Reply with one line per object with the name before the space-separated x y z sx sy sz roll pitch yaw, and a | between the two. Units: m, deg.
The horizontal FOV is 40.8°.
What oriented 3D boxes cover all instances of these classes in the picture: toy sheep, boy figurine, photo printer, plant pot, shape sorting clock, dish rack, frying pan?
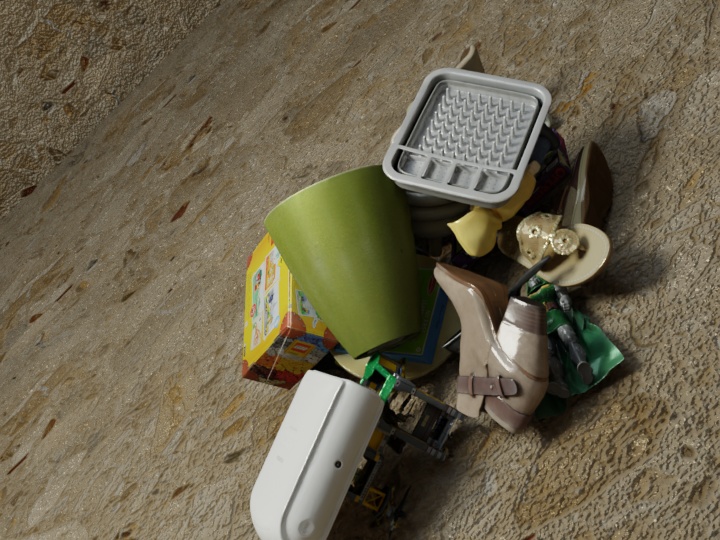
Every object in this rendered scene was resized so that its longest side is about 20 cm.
toy sheep | 0.096 -0.114 1.307 0.135 0.203 0.138 -10 26 5
boy figurine | 0.174 -0.099 1.223 0.201 0.064 0.124 -53 15 -24
photo printer | -0.058 0.218 1.094 0.203 0.069 0.166 -66 16 -8
plant pot | 0.000 0.000 1.211 0.184 0.203 0.187 -21 -10 -4
shape sorting clock | 0.047 0.062 1.293 0.196 0.039 0.202 -10 51 13
dish rack | 0.134 -0.159 1.190 0.169 0.044 0.202 14 58 20
frying pan | 0.174 0.041 1.181 0.189 0.031 0.115 -41 -5 22

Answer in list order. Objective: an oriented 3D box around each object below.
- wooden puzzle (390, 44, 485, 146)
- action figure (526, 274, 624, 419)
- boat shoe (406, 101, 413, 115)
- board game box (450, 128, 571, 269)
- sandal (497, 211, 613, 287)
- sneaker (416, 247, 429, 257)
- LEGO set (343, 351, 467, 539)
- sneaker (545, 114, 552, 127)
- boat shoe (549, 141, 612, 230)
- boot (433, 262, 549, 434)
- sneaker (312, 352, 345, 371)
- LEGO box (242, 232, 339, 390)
wooden puzzle | 0.140 -0.203 1.440 0.046 0.186 0.201 34 80 32
action figure | 0.224 0.067 1.126 0.117 0.055 0.201 -35 29 16
boat shoe | 0.111 -0.207 1.573 0.073 0.064 0.203 -19 36 17
board game box | 0.200 -0.096 1.310 0.200 0.032 0.121 -44 20 25
sandal | 0.207 -0.036 1.155 0.079 0.069 0.211 -67 24 1
sneaker | 0.031 -0.023 1.435 0.198 0.074 0.088 -7 47 47
LEGO set | 0.041 0.205 1.146 0.202 0.115 0.154 -65 15 -9
sneaker | 0.202 -0.172 1.418 0.200 0.075 0.086 -48 37 -7
boat shoe | 0.270 -0.079 1.229 0.071 0.072 0.203 -14 48 38
boot | 0.134 0.087 1.091 0.199 0.069 0.149 30 111 54
sneaker | -0.043 0.101 1.375 0.198 0.066 0.080 -13 51 44
LEGO box | -0.097 0.036 1.332 0.149 0.076 0.203 -45 37 45
